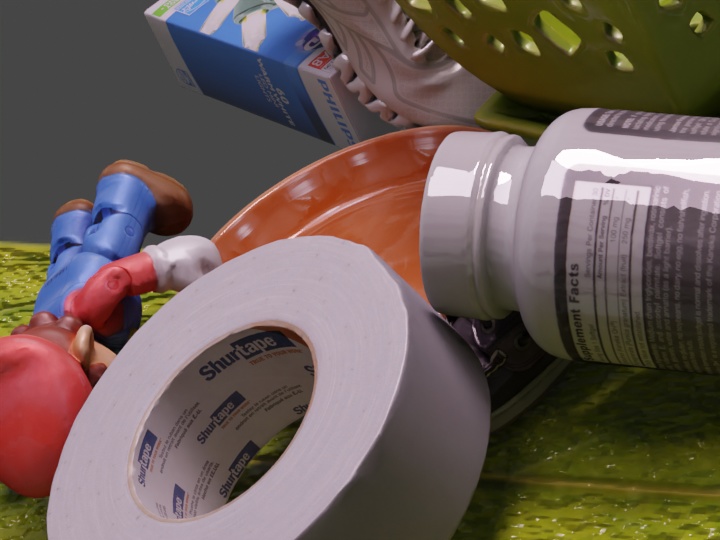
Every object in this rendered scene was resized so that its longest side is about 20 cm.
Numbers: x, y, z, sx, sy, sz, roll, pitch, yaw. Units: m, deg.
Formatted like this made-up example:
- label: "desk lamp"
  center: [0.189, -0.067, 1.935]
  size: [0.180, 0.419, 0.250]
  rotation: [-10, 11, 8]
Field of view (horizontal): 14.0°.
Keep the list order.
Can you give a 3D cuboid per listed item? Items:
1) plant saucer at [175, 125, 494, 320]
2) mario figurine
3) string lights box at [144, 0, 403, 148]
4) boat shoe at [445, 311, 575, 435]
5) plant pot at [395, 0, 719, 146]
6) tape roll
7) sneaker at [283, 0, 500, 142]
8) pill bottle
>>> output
- label: "plant saucer"
  center: [0.000, 0.000, 1.465]
  size: [0.200, 0.032, 0.200]
  rotation: [-20, 31, 13]
- label: "mario figurine"
  center: [-0.130, 0.043, 1.459]
  size: [0.106, 0.124, 0.200]
  rotation: [12, 42, 4]
- label: "string lights box"
  center: [-0.024, -0.134, 1.659]
  size: [0.103, 0.059, 0.200]
  rotation: [-39, 32, -20]
- label: "boat shoe"
  center: [0.076, 0.014, 1.347]
  size: [0.200, 0.065, 0.072]
  rotation: [-33, 32, -7]
- label: "plant pot"
  center: [0.140, -0.161, 1.444]
  size: [0.200, 0.182, 0.199]
  rotation: [-44, 33, -24]
- label: "tape roll"
  center: [-0.042, 0.083, 1.292]
  size: [0.200, 0.066, 0.200]
  rotation: [-28, 39, 25]
- label: "sneaker"
  center: [0.010, -0.142, 1.525]
  size: [0.075, 0.200, 0.081]
  rotation: [-47, -4, -22]
- label: "pill bottle"
  center: [0.131, -0.012, 1.250]
  size: [0.200, 0.111, 0.111]
  rotation: [6, 42, 20]
